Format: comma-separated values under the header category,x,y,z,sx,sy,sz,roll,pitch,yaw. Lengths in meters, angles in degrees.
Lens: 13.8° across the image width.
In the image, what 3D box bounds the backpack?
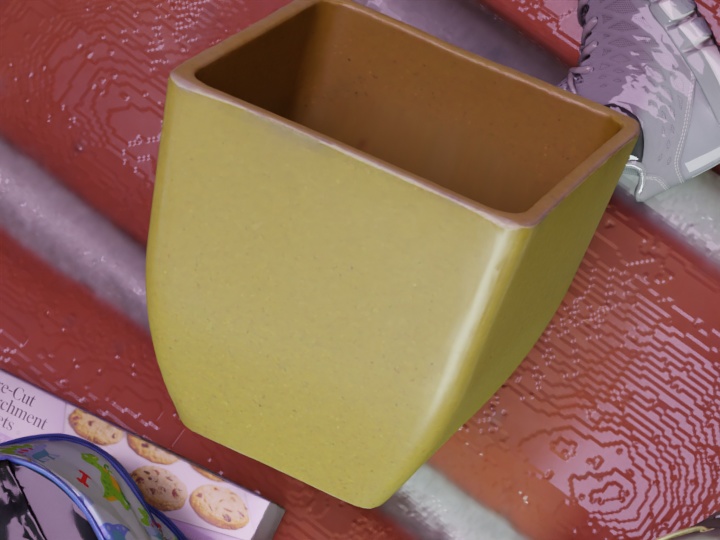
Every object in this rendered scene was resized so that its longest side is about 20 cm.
category,x,y,z,sx,sy,sz,roll,pitch,yaw
backpack,-0.164,0.188,1.536,0.183,0.147,0.200,-29,91,18

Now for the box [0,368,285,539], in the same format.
category,x,y,z,sx,sy,sz,roll,pitch,yaw
box,-0.137,0.103,1.614,0.199,0.039,0.042,26,85,15

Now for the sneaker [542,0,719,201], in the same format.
category,x,y,z,sx,sy,sz,roll,pitch,yaw
sneaker,0.121,-0.126,1.587,0.115,0.075,0.200,-32,76,7

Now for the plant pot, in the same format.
category,x,y,z,sx,sy,sz,roll,pitch,yaw
plant pot,0.000,0.000,1.524,0.195,0.194,0.201,24,115,14

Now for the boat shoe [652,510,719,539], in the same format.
category,x,y,z,sx,sy,sz,roll,pitch,yaw
boat shoe,0.127,0.187,1.509,0.202,0.060,0.072,-38,70,23
